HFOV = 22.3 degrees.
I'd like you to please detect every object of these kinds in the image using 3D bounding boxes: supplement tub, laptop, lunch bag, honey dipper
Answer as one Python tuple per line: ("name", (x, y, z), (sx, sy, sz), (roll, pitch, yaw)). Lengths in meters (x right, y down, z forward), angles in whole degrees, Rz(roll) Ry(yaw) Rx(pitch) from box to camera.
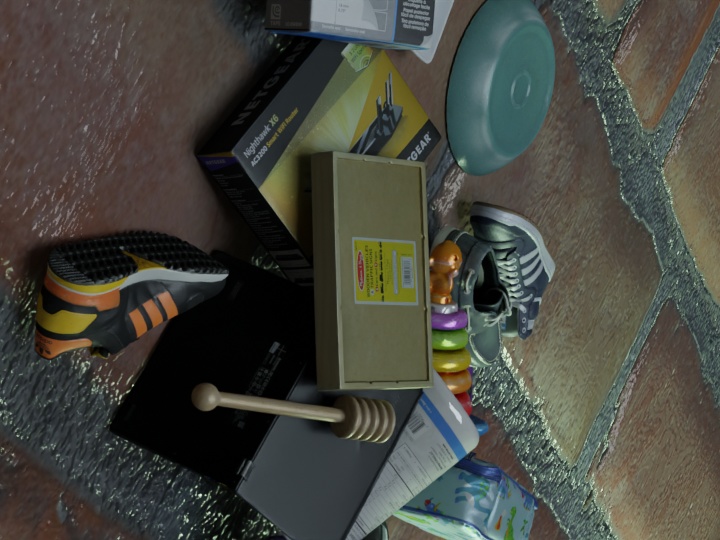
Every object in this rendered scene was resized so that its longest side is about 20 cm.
("supplement tub", (-0.002, 0.168, 1.690), (0.199, 0.132, 0.132), (-37, 142, -3))
("laptop", (-0.077, 0.119, 1.577), (0.188, 0.199, 0.116), (-60, 161, -21))
("lunch bag", (0.088, 0.235, 1.910), (0.200, 0.160, 0.083), (39, 66, -59))
("honey dipper", (-0.056, 0.116, 1.501), (0.199, 0.038, 0.038), (10, 96, -40))

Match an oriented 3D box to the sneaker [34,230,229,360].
("sneaker", (-0.189, 0.025, 1.464), (0.200, 0.070, 0.091), (-6, 124, -57))

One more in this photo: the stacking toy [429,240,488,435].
("stacking toy", (0.071, 0.067, 1.842), (0.115, 0.109, 0.202), (-1, 105, -37))

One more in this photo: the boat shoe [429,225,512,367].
("boat shoe", (0.125, 0.037, 1.917), (0.073, 0.061, 0.201), (-54, 143, -31))

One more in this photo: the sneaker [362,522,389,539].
("sneaker", (-0.045, 0.313, 1.814), (0.201, 0.075, 0.116), (-64, 145, -14))

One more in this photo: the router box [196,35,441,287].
("router box", (-0.032, -0.109, 1.603), (0.158, 0.052, 0.200), (53, 56, -27))

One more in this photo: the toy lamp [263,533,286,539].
("toy lamp", (-0.039, 0.190, 1.782), (0.058, 0.058, 0.201), (42, 68, -56))

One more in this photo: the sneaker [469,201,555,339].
("sneaker", (0.156, 0.006, 1.997), (0.109, 0.070, 0.200), (-68, 152, -13))

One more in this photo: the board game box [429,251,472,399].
("board game box", (0.081, 0.074, 1.951), (0.120, 0.032, 0.202), (-38, 134, -50))

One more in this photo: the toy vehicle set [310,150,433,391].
("toy vehicle set", (0.011, 0.002, 1.567), (0.124, 0.026, 0.202), (4, 82, -48))

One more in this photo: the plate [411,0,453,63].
("plate", (0.046, -0.321, 1.702), (0.200, 0.032, 0.201), (31, 78, -59))

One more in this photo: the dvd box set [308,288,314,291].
("dvd box set", (0.000, 0.000, 1.734), (0.200, 0.029, 0.147), (49, 40, -54))

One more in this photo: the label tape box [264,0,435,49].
("label tape box", (-0.002, -0.295, 1.546), (0.143, 0.063, 0.202), (1, 95, -42))

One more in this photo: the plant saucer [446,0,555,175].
("plant saucer", (0.158, -0.195, 1.938), (0.200, 0.036, 0.202), (-33, 131, -48))
